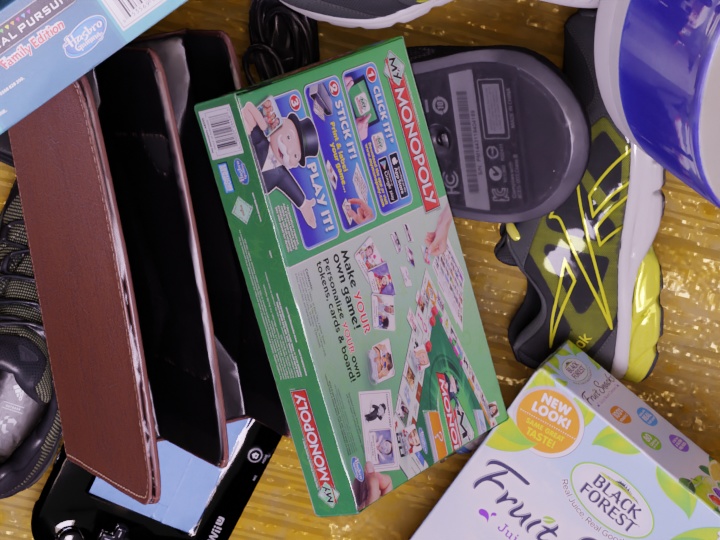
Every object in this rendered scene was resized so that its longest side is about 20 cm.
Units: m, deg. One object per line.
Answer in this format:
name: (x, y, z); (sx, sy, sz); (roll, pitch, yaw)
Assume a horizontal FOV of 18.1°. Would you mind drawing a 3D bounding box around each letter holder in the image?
letter holder: (-0.090, -0.006, 1.062); (0.100, 0.142, 0.201); (-13, 101, -21)

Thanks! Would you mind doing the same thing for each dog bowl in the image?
dog bowl: (0.211, -0.122, 1.063); (0.199, 0.079, 0.201); (-21, 132, -24)

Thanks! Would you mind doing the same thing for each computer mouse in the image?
computer mouse: (0.036, -0.078, 1.146); (0.199, 0.053, 0.139); (7, 109, 33)

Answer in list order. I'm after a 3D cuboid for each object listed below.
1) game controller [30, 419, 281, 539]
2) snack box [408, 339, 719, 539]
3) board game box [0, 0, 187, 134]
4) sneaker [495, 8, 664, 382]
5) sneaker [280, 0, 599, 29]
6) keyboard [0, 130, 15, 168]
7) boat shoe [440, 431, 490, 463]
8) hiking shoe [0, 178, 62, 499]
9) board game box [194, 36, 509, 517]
game controller: (-0.094, 0.080, 1.206); (0.104, 0.042, 0.201); (26, 100, -9)
snack box: (0.101, 0.157, 1.179); (0.142, 0.053, 0.200); (39, 119, 8)
board game box: (-0.160, -0.124, 1.038); (0.151, 0.200, 0.047); (-35, 113, -1)
sneaker: (0.111, -0.035, 1.171); (0.084, 0.074, 0.201); (-5, 103, -3)
sneaker: (0.043, -0.164, 1.073); (0.199, 0.085, 0.075); (-4, 80, 10)
keyboard: (-0.174, -0.108, 1.157); (0.199, 0.040, 0.104); (26, 87, 2)
boat shoe: (-0.006, 0.042, 1.163); (0.072, 0.072, 0.200); (-32, 125, 13)
hiking shoe: (-0.161, 0.027, 1.156); (0.075, 0.101, 0.201); (13, 96, -7)
board game box: (0.000, 0.000, 1.079); (0.029, 0.134, 0.201); (-10, 99, 38)
